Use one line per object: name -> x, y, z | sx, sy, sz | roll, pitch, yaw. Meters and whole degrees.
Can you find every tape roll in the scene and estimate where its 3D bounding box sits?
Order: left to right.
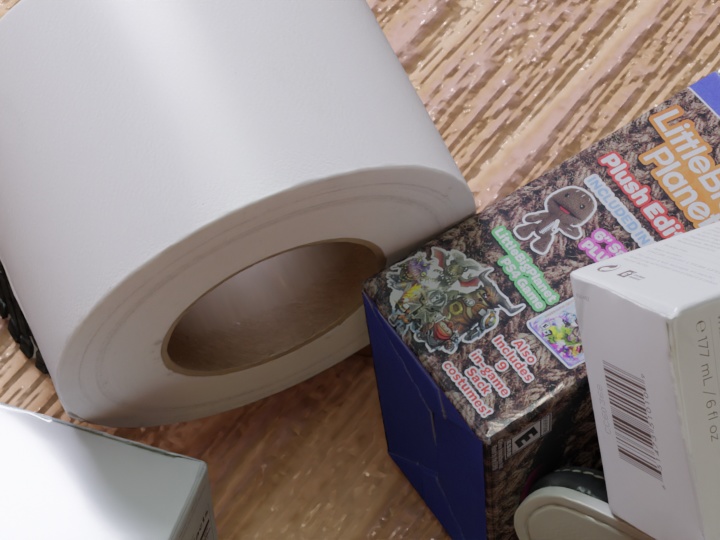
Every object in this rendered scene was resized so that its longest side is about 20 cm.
tape roll -> -0.066, -0.039, 0.776 | 0.202, 0.203, 0.140 | -22, 67, -15

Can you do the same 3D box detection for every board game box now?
board game box -> 0.113, 0.031, 0.808 | 0.200, 0.160, 0.097 | -31, 59, -13

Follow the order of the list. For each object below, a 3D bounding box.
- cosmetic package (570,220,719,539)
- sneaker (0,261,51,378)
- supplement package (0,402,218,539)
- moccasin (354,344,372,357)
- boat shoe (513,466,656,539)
cosmetic package -> 0.194, 0.029, 0.702 | 0.199, 0.113, 0.081 | -19, 18, -18
sneaker -> -0.161, -0.027, 0.919 | 0.090, 0.079, 0.200 | -22, 57, -19
supplement package -> -0.183, 0.147, 0.770 | 0.199, 0.111, 0.156 | 15, 55, 12
moccasin -> 0.000, -0.001, 0.897 | 0.200, 0.078, 0.074 | 3, 53, 3
boat shoe -> 0.159, 0.135, 0.768 | 0.199, 0.074, 0.060 | 29, 54, -10
